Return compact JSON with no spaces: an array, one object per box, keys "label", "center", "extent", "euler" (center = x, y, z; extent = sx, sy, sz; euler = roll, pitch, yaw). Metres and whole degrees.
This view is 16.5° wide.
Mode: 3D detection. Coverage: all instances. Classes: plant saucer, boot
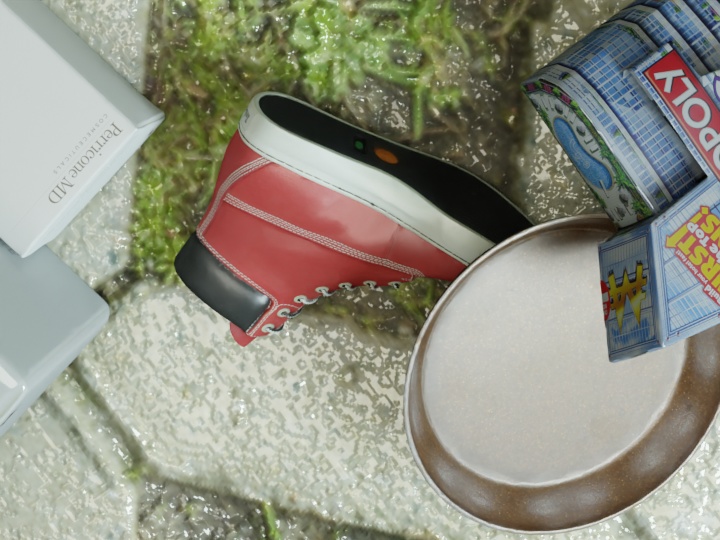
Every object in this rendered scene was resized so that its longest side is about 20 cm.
[{"label":"plant saucer","center":[0.114,0.054,1.406],"extent":[0.200,0.034,0.200],"euler":[-8,117,-15]},{"label":"boot","center":[0.000,0.000,1.435],"extent":[0.200,0.072,0.144],"euler":[25,115,-5]}]

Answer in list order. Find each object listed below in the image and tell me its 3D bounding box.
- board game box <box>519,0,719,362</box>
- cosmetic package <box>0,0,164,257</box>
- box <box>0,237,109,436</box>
[{"label":"board game box","center":[0.188,-0.051,1.349],"extent":[0.200,0.062,0.200],"euler":[-37,95,-25]},{"label":"cosmetic package","center":[-0.224,-0.115,1.427],"extent":[0.200,0.085,0.108],"euler":[42,100,0]},{"label":"box","center":[-0.281,0.053,1.403],"extent":[0.171,0.199,0.200],"euler":[42,103,-2]}]
